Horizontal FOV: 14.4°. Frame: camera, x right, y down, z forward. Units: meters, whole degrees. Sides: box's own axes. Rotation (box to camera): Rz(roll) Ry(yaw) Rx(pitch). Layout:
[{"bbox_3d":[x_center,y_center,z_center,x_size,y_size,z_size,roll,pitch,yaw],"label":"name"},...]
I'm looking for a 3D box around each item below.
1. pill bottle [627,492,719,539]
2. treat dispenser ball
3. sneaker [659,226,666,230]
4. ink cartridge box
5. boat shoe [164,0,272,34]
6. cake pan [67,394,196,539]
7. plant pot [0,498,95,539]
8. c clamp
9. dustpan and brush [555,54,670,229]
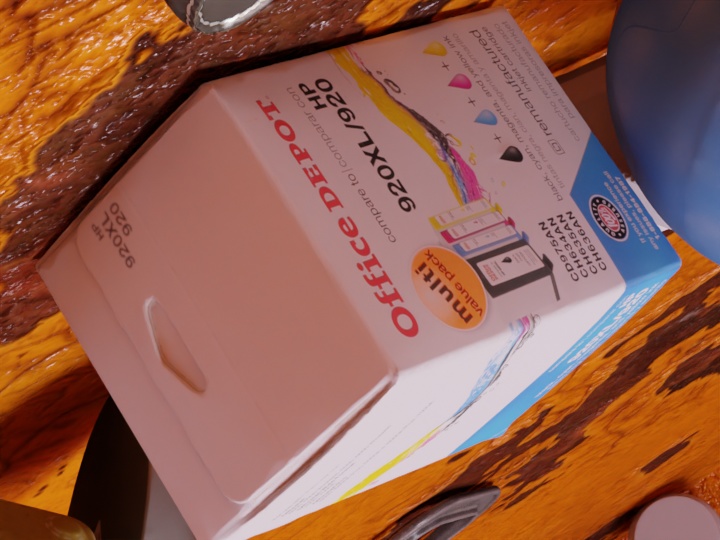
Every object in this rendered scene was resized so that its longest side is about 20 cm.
[{"bbox_3d":[0.357,0.311,3.215,0.114,0.114,0.200,-33,167,-1],"label":"pill bottle"},{"bbox_3d":[0.207,-0.090,1.251,0.200,0.201,0.201,-31,167,-8],"label":"treat dispenser ball"},{"bbox_3d":[0.193,-0.100,1.483,0.200,0.074,0.082,-43,167,-10],"label":"sneaker"},{"bbox_3d":[0.000,0.000,1.203,0.200,0.148,0.145,-19,161,-48],"label":"ink cartridge box"},{"bbox_3d":[0.000,-0.135,0.912,0.072,0.060,0.202,-17,159,-50],"label":"boat shoe"},{"bbox_3d":[-0.112,0.141,1.405,0.037,0.201,0.200,11,149,-17],"label":"cake pan"},{"bbox_3d":[-0.199,0.208,1.286,0.195,0.194,0.201,18,112,-23],"label":"plant pot"},{"bbox_3d":[0.043,0.236,2.403,0.171,0.027,0.200,-36,167,13],"label":"c clamp"},{"bbox_3d":[0.184,-0.047,1.367,0.139,0.200,0.057,-25,157,-29],"label":"dustpan and brush"}]
